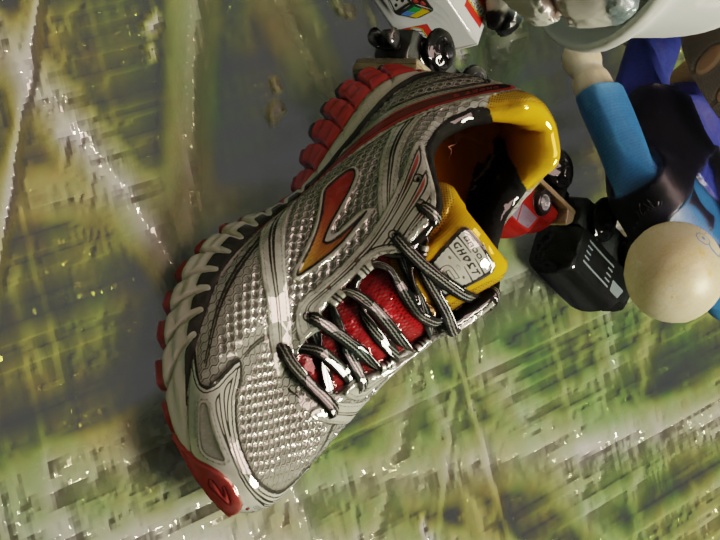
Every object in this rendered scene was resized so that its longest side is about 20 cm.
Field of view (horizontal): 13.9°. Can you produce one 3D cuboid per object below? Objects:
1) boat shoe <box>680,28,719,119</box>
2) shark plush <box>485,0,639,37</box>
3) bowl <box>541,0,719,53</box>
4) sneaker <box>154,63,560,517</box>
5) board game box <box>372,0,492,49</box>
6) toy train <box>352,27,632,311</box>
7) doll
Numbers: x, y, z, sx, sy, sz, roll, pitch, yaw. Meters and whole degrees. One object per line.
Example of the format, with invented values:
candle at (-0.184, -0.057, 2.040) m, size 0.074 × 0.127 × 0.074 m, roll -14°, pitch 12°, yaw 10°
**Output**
boat shoe at (0.175, -0.120, 1.236) m, size 0.073 × 0.074 × 0.200 m, roll 32°, pitch 37°, yaw -44°
shark plush at (0.084, -0.171, 1.116) m, size 0.091 × 0.083 × 0.200 m, roll 53°, pitch 43°, yaw -37°
bowl at (0.142, -0.176, 1.153) m, size 0.090 × 0.201 × 0.201 m, roll 10°, pitch 71°, yaw -20°
sneaker at (0.000, 0.000, 1.007) m, size 0.200 × 0.082 × 0.078 m, roll -58°, pitch 131°, yaw -31°
board game box at (0.001, -0.194, 1.105) m, size 0.200 × 0.035 × 0.126 m, roll 52°, pitch 43°, yaw -38°
toy train at (0.056, -0.036, 1.159) m, size 0.200 × 0.034 × 0.046 m, roll 41°, pitch 61°, yaw -46°
doll at (0.125, -0.044, 1.205) m, size 0.136 × 0.048 × 0.200 m, roll 53°, pitch 25°, yaw -26°
